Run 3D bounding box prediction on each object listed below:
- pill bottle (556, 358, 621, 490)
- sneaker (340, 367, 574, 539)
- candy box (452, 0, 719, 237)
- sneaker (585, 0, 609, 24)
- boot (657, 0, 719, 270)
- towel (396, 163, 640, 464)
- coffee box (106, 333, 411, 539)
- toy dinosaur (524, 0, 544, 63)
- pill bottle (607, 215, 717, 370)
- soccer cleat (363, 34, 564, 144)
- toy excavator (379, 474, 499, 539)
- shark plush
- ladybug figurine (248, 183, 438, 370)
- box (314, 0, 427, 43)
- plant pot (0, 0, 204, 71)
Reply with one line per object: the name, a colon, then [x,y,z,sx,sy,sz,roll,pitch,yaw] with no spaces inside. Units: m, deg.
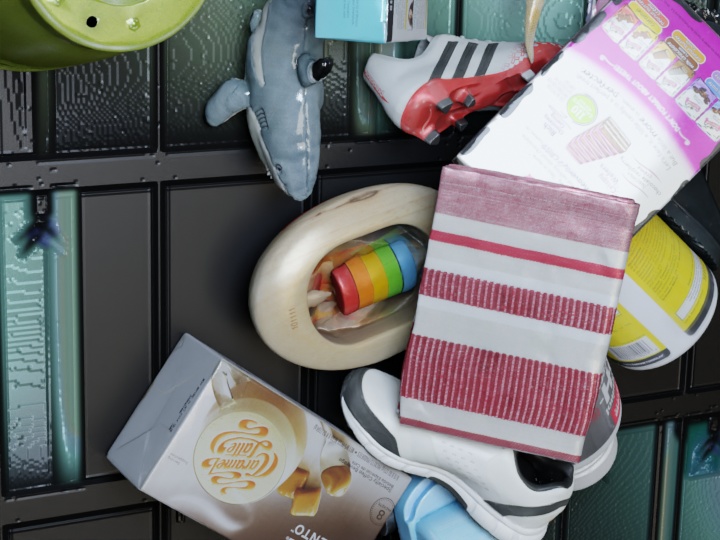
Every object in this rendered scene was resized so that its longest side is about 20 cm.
pill bottle: [0.147,0.094,1.388,0.111,0.111,0.200,-42,142,-12]
sneaker: [0.077,0.128,1.331,0.200,0.074,0.080,33,131,-8]
candy box: [0.185,-0.106,1.292,0.200,0.061,0.136,-44,90,-1]
sneaker: [0.220,-0.189,1.370,0.070,0.082,0.200,33,67,-64]
boot: [0.276,-0.114,1.454,0.198,0.073,0.163,41,77,-32]
towel: [0.112,0.031,1.265,0.144,0.023,0.200,12,103,7]
coffee box: [-0.075,0.150,1.326,0.200,0.080,0.114,36,85,-30]
toy dinosaur: [0.142,-0.267,1.322,0.101,0.058,0.200,28,69,-11]
pill bottle: [0.191,-0.015,1.406,0.200,0.112,0.112,41,83,-30]
soccer cleat: [0.088,-0.153,1.344,0.200,0.085,0.069,-21,146,-41]
toy excavator: [0.097,0.253,1.375,0.100,0.200,0.195,-21,112,-21]
shark plush: [-0.034,-0.153,1.241,0.091,0.083,0.200,7,120,-33]
ladybug figurine: [0.000,0.000,1.331,0.200,0.072,0.136,-18,111,-23]
box: [0.012,-0.202,1.216,0.049,0.200,0.082,4,98,9]
plant pot: [-0.183,-0.215,1.109,0.200,0.193,0.200,-7,106,-27]
